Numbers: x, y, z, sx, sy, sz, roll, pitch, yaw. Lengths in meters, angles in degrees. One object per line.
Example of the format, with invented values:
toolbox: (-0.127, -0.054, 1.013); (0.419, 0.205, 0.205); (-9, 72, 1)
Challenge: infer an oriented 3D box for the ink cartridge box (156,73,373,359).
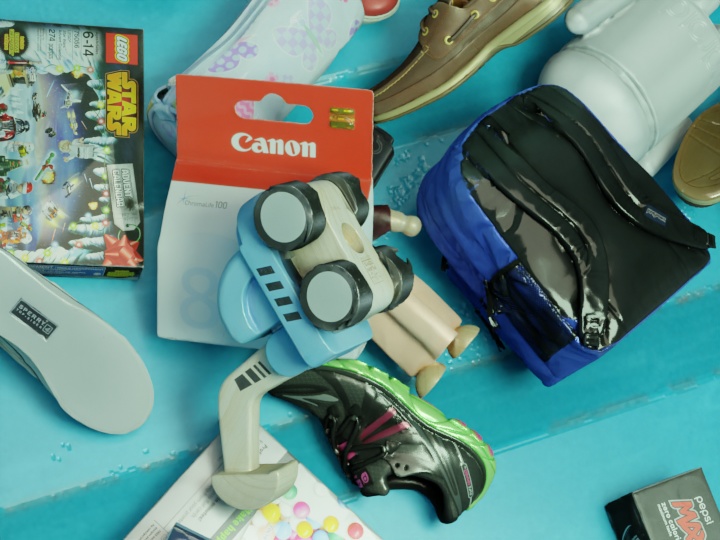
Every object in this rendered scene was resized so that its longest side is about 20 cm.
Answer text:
ink cartridge box: (-0.072, -0.039, 1.450); (0.159, 0.047, 0.201); (6, 110, 13)

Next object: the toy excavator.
toy excavator: (-0.058, 0.051, 1.402); (0.195, 0.199, 0.100); (60, 26, 5)

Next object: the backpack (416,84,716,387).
backpack: (0.138, -0.027, 1.514); (0.162, 0.168, 0.200); (-37, 89, -34)

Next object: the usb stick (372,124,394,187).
usb stick: (-0.039, -0.037, 1.548); (0.055, 0.033, 0.201); (30, 69, 3)

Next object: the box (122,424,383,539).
box: (-0.070, 0.230, 1.456); (0.200, 0.041, 0.156); (44, 69, 0)

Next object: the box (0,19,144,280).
box: (-0.238, -0.095, 1.509); (0.136, 0.040, 0.202); (2, 73, -15)

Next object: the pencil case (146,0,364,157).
pencil case: (-0.084, -0.166, 1.547); (0.091, 0.083, 0.200); (50, 66, -20)

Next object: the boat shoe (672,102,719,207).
boat shoe: (0.327, -0.113, 1.643); (0.072, 0.072, 0.200); (25, 57, 20)

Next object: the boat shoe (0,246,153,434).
boat shoe: (-0.238, 0.046, 1.451); (0.200, 0.066, 0.072); (39, 90, -23)

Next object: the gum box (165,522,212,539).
gum box: (-0.103, 0.309, 1.388); (0.169, 0.045, 0.201); (26, 87, -2)

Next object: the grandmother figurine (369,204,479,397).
grandmother figurine: (0.000, 0.000, 1.498); (0.200, 0.061, 0.121); (41, 76, -4)

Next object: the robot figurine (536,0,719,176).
robot figurine: (0.225, -0.162, 1.609); (0.200, 0.113, 0.170); (-42, 117, -21)

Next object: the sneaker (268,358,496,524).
sneaker: (0.009, 0.128, 1.489); (0.199, 0.077, 0.084); (30, 71, -1)

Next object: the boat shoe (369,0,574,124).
boat shoe: (0.079, -0.193, 1.565); (0.200, 0.072, 0.068); (-34, 101, 16)

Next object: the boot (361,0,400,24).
boot: (-0.013, -0.310, 1.576); (0.072, 0.144, 0.201); (-21, 81, -19)

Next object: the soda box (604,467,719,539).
soda box: (0.267, 0.263, 1.521); (0.070, 0.063, 0.201); (-17, 78, -19)
